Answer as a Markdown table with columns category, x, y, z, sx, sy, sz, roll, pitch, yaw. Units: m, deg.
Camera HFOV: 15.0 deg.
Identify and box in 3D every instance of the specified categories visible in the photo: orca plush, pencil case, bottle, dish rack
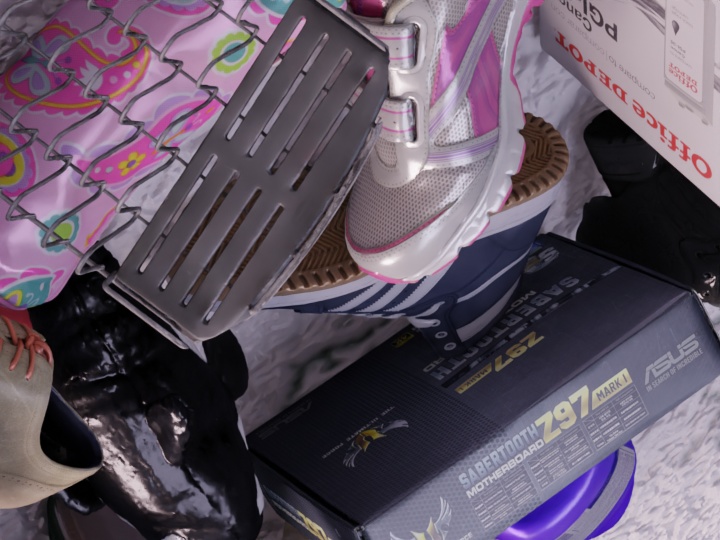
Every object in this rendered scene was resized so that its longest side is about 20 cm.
| category | x | y | z | sx | sy | sz | roll | pitch | yaw |
| --- | --- | --- | --- | --- | --- | --- | --- | --- | --- |
| orca plush | -0.082 | 0.041 | 1.141 | 0.105 | 0.071 | 0.201 | -20 | 107 | -30 |
| pencil case | -0.091 | -0.075 | 1.075 | 0.200 | 0.087 | 0.087 | -44 | 146 | 1 |
| bottle | 0.106 | 0.108 | 1.443 | 0.084 | 0.065 | 0.200 | -51 | 165 | 3 |
| dish rack | -0.096 | -0.072 | 0.991 | 0.154 | 0.200 | 0.055 | -56 | 173 | 17 |

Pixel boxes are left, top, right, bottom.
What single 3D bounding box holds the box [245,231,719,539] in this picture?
| category | x | y | z | sx | sy | sz | roll | pitch | yaw |
| --- | --- | --- | --- | --- | --- | --- | --- | --- | --- |
| box | 0.056 | 0.065 | 1.309 | 0.200 | 0.158 | 0.051 | -35 | 113 | -12 |

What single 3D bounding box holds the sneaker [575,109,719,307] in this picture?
| category | x | y | z | sx | sy | sz | roll | pitch | yaw |
| --- | --- | --- | --- | --- | --- | --- | --- | --- | --- |
| sneaker | 0.178 | -0.029 | 1.331 | 0.060 | 0.199 | 0.105 | -41 | 121 | -33 |

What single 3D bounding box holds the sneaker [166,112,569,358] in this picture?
| category | x | y | z | sx | sy | sz | roll | pitch | yaw |
| --- | --- | --- | --- | --- | --- | --- | --- | --- | --- |
| sneaker | 0.000 | 0.000 | 1.260 | 0.199 | 0.070 | 0.109 | -18 | 148 | -22 |

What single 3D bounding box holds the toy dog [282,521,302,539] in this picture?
| category | x | y | z | sx | sy | sz | roll | pitch | yaw |
| --- | --- | --- | --- | --- | --- | --- | --- | --- | --- |
| toy dog | 0.025 | 0.168 | 1.445 | 0.201 | 0.131 | 0.097 | 100 | 12 | -48 |

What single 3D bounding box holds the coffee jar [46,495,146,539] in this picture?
| category | x | y | z | sx | sy | sz | roll | pitch | yaw |
| --- | --- | --- | --- | --- | --- | --- | --- | --- | --- |
| coffee jar | -0.100 | 0.184 | 1.323 | 0.085 | 0.104 | 0.201 | -18 | 139 | -20 |

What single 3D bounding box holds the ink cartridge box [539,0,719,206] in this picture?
| category | x | y | z | sx | sy | sz | roll | pitch | yaw |
| --- | --- | --- | --- | --- | --- | --- | --- | --- | --- |
| ink cartridge box | 0.149 | -0.144 | 1.187 | 0.083 | 0.147 | 0.201 | -31 | 143 | -20 |

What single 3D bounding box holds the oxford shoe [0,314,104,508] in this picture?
| category | x | y | z | sx | sy | sz | roll | pitch | yaw |
| --- | --- | --- | --- | --- | --- | --- | --- | --- | --- |
| oxford shoe | -0.157 | 0.026 | 1.043 | 0.074 | 0.071 | 0.200 | -13 | 147 | 10 |

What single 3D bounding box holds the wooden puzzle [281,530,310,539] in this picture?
| category | x | y | z | sx | sy | sz | roll | pitch | yaw |
| --- | --- | --- | --- | --- | --- | --- | --- | --- | --- |
| wooden puzzle | 0.016 | 0.234 | 1.409 | 0.200 | 0.185 | 0.046 | 115 | 0 | -49 |

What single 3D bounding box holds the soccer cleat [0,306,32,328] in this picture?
| category | x | y | z | sx | sy | sz | roll | pitch | yaw |
| --- | --- | --- | --- | --- | --- | --- | --- | --- | --- |
| soccer cleat | -0.192 | 0.099 | 1.189 | 0.066 | 0.076 | 0.201 | 25 | 97 | -12 |

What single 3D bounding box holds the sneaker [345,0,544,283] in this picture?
| category | x | y | z | sx | sy | sz | roll | pitch | yaw |
| --- | --- | --- | --- | --- | --- | --- | --- | --- | --- |
| sneaker | 0.023 | -0.095 | 1.162 | 0.088 | 0.081 | 0.201 | 12 | 95 | -38 |
